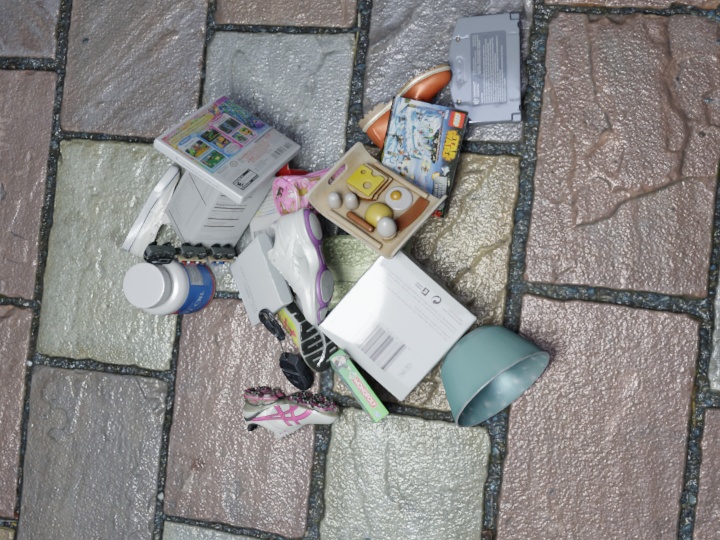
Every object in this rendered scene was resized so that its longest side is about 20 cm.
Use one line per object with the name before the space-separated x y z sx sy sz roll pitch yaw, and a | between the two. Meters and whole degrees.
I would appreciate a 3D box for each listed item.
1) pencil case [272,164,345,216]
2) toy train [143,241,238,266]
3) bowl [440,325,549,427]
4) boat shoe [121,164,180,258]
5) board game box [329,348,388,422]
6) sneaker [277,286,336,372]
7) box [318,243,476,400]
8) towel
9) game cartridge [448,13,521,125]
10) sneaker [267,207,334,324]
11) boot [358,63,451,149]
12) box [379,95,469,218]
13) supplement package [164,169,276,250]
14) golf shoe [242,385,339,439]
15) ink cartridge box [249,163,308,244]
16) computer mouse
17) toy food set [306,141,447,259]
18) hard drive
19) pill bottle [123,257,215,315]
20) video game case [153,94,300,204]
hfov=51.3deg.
pencil case | -0.063 -0.150 1.369 0.200 0.083 0.087 -20 95 -33
toy train | -0.310 -0.027 1.379 0.046 0.200 0.034 -48 61 31
bowl | 0.220 0.171 1.309 0.201 0.201 0.105 -42 60 9
boat shoe | -0.405 -0.115 1.514 0.070 0.071 0.200 29 91 -15
board game box | -0.004 0.211 1.339 0.029 0.200 0.135 -37 81 -8
sneaker | -0.112 0.101 1.438 0.078 0.090 0.200 -27 101 -27
box | 0.067 0.087 1.334 0.199 0.131 0.200 41 95 2
towel | 0.000 0.000 1.427 0.200 0.036 0.149 0 88 13
game cartridge | 0.229 -0.369 1.384 0.133 0.040 0.200 0 88 9
sneaker | -0.104 -0.003 1.294 0.099 0.075 0.200 -13 83 22
boot | 0.104 -0.294 1.395 0.200 0.075 0.107 -38 84 20
box | 0.107 -0.205 1.363 0.137 0.040 0.200 10 104 -8
supplement package | -0.264 -0.142 1.401 0.200 0.109 0.114 -51 58 34
golf shoe | -0.132 0.278 1.436 0.200 0.073 0.092 3 96 23
ink cartridge box | -0.153 -0.123 1.433 0.116 0.067 0.200 -10 86 32
computer mouse | -0.138 0.147 1.410 0.059 0.034 0.200 12 134 41
toy food set | 0.026 -0.124 1.276 0.200 0.060 0.144 36 74 22
hard drive | -0.188 0.021 1.400 0.027 0.200 0.132 -18 83 -26
pill bottle | -0.365 0.030 1.425 0.112 0.200 0.112 0 89 13
video game case | -0.229 -0.218 1.317 0.182 0.200 0.024 34 135 5
